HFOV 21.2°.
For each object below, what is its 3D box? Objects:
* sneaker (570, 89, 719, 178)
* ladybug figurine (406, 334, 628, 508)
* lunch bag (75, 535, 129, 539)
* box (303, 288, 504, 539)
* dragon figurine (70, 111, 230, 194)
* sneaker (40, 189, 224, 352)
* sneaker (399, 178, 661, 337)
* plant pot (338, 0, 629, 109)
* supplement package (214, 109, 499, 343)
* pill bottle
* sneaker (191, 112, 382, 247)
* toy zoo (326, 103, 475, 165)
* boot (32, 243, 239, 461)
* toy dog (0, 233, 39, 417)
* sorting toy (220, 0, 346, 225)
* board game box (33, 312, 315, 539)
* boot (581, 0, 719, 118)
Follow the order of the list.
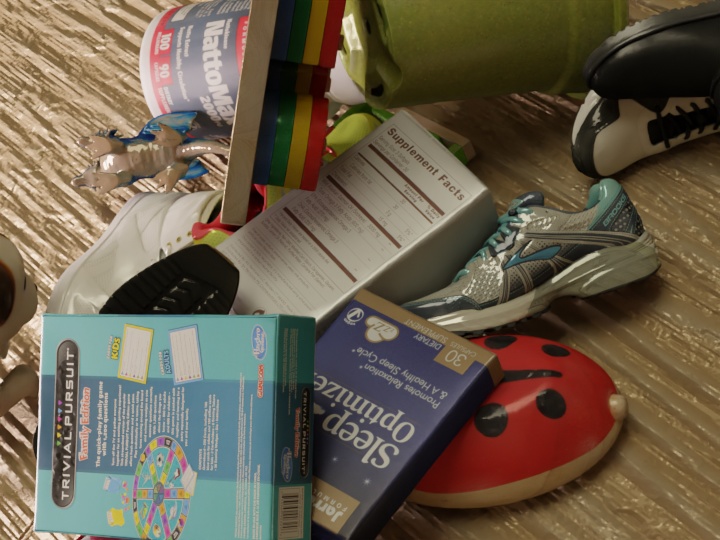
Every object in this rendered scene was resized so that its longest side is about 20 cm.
[{"bbox_3d":[0.251,-0.133,1.481,0.200,0.074,0.080,-35,46,-7],"label":"sneaker"},{"bbox_3d":[0.086,0.097,1.344,0.200,0.072,0.136,-9,46,18],"label":"ladybug figurine"},{"bbox_3d":[-0.132,0.214,1.331,0.200,0.082,0.176,-35,45,-12],"label":"lunch bag"},{"bbox_3d":[-0.010,0.112,1.293,0.121,0.032,0.200,26,66,32],"label":"box"},{"bbox_3d":[-0.165,-0.100,1.615,0.200,0.059,0.099,-8,11,17],"label":"dragon figurine"},{"bbox_3d":[-0.171,0.007,1.545,0.115,0.074,0.200,-5,45,39],"label":"sneaker"},{"bbox_3d":[0.113,-0.008,1.393,0.200,0.086,0.078,-19,1,-14],"label":"sneaker"},{"bbox_3d":[0.080,-0.211,1.509,0.184,0.201,0.200,-16,40,-18],"label":"plant pot"},{"bbox_3d":[0.000,0.000,1.437,0.200,0.117,0.117,-37,52,-10],"label":"supplement package"},{"bbox_3d":[-0.076,-0.178,1.636,0.200,0.120,0.120,-5,47,31],"label":"pill bottle"},{"bbox_3d":[-0.055,-0.063,1.513,0.078,0.090,0.200,11,53,52],"label":"sneaker"},{"bbox_3d":[-0.018,-0.059,1.581,0.200,0.020,0.131,-43,45,-16],"label":"toy zoo"},{"bbox_3d":[-0.154,0.058,1.418,0.077,0.138,0.200,44,101,4],"label":"boot"},{"bbox_3d":[-0.339,0.049,1.501,0.200,0.194,0.140,-46,34,7],"label":"toy dog"},{"bbox_3d":[-0.052,-0.155,1.409,0.070,0.199,0.200,8,23,-5],"label":"sorting toy"},{"bbox_3d":[-0.125,0.104,1.281,0.200,0.047,0.151,0,86,33],"label":"board game box"},{"bbox_3d":[0.273,-0.100,1.399,0.165,0.066,0.200,-21,65,-2],"label":"boot"}]
